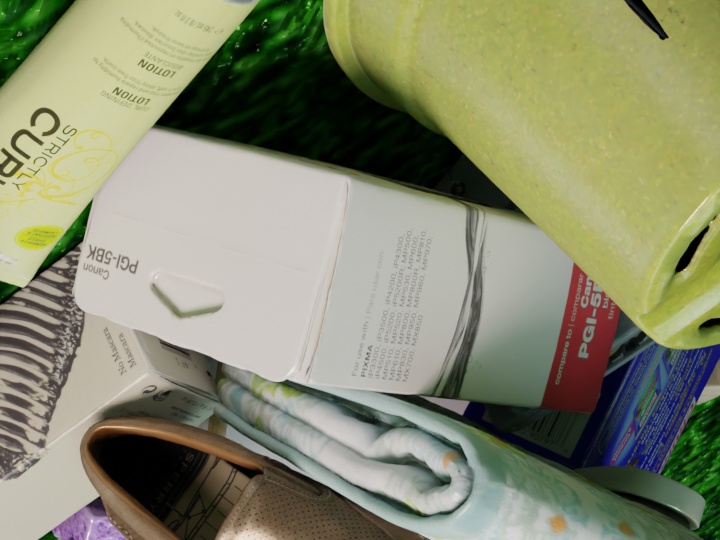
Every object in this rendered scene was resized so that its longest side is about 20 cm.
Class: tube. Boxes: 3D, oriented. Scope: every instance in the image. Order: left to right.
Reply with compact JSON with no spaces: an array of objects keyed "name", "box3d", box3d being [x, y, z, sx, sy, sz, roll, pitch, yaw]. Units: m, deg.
[{"name":"tube","box3d":[-0.112,-0.058,0.704,0.200,0.058,0.052,-42,-176,33]}]

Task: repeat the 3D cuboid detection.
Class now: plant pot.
[{"name":"plant pot","box3d":[0.115,-0.079,0.707,0.199,0.185,0.201,-25,148,-17]}]

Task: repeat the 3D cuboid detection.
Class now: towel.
[{"name":"towel","box3d":[0.046,0.089,0.791,0.170,0.199,0.049,23,90,-37]}]

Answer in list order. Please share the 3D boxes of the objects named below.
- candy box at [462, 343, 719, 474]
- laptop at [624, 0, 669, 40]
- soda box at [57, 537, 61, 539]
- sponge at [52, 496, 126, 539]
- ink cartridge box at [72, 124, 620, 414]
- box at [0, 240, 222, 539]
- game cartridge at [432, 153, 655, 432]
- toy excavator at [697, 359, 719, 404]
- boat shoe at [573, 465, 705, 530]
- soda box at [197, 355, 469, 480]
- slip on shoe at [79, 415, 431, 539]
[{"name":"candy box","box3d":[0.136,0.061,1.012,0.170,0.077,0.200,-60,157,-17]},{"name":"laptop","box3d":[-0.043,-0.130,0.491,0.198,0.117,0.187,-7,162,29]},{"name":"soda box","box3d":[-0.069,0.172,0.968,0.068,0.199,0.064,3,97,-59]},{"name":"sponge","box3d":[-0.062,0.128,0.936,0.198,0.111,0.030,8,94,-25]},{"name":"ink cartridge box","box3d":[0.000,0.000,0.782,0.199,0.146,0.084,10,95,-50]},{"name":"box","box3d":[-0.168,0.078,0.844,0.199,0.083,0.068,-37,151,13]},{"name":"game cartridge","box3d":[0.116,-0.030,0.858,0.199,0.134,0.040,-36,157,26]},{"name":"toy excavator","box3d":[0.270,0.005,1.118,0.198,0.101,0.195,-13,149,0]},{"name":"boat shoe","box3d":[0.093,0.143,0.919,0.072,0.061,0.201,27,157,-23]},{"name":"soda box","box3d":[-0.019,0.076,0.954,0.199,0.063,0.069,6,92,-47]},{"name":"slip on shoe","box3d":[-0.036,0.112,0.748,0.076,0.199,0.061,-54,145,-11]}]
